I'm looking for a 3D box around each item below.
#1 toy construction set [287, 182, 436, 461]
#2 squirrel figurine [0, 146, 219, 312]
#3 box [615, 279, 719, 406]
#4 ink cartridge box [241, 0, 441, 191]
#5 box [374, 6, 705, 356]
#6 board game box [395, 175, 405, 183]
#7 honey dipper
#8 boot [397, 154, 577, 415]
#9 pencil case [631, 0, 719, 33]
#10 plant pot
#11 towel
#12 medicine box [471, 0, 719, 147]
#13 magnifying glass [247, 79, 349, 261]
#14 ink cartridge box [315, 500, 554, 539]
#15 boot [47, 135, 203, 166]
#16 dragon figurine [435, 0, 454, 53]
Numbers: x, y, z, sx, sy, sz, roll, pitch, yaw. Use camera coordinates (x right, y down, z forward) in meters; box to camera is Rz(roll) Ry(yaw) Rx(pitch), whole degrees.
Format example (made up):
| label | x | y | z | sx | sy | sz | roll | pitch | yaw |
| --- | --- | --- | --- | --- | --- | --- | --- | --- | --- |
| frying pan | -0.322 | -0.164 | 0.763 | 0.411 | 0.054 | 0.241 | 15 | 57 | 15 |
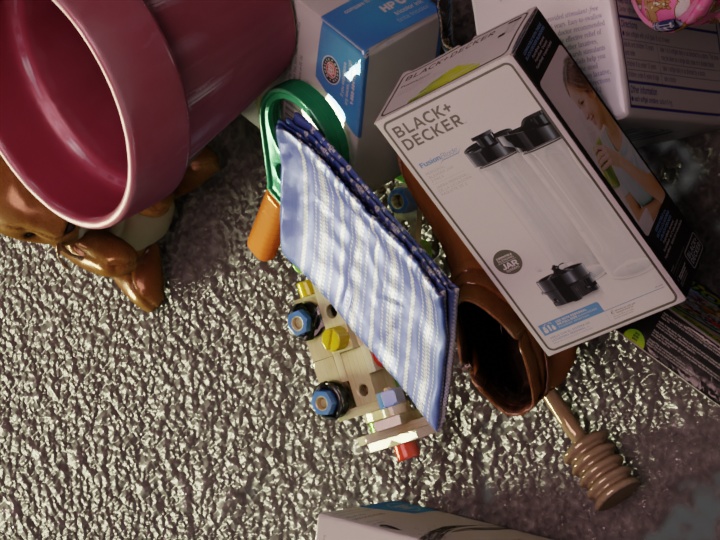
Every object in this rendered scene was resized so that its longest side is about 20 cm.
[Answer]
| label | x | y | z | sx | sy | sz | roll | pitch | yaw |
| --- | --- | --- | --- | --- | --- | --- | --- | --- | --- |
| toy construction set | 0.010 | 0.046 | 1.759 | 0.131 | 0.092 | 0.202 | -20 | 72 | 37 |
| squirrel figurine | -0.238 | -0.071 | 1.849 | 0.200 | 0.186 | 0.142 | 41 | 113 | 25 |
| box | 0.214 | 0.033 | 1.626 | 0.200 | 0.110 | 0.035 | 37 | 109 | 24 |
| ink cartridge box | -0.041 | -0.168 | 1.728 | 0.200 | 0.084 | 0.145 | 39 | 144 | 28 |
| box | 0.114 | -0.053 | 1.521 | 0.116 | 0.060 | 0.200 | -23 | 113 | 35 |
| board game box | 0.068 | -0.100 | 1.758 | 0.199 | 0.030 | 0.096 | 25 | 104 | 26 |
| honey dipper | 0.131 | 0.080 | 1.722 | 0.038 | 0.038 | 0.201 | -42 | 68 | 25 |
| boot | 0.077 | 0.000 | 1.648 | 0.076 | 0.155 | 0.201 | -26 | 99 | 24 |
| pencil case | 0.267 | -0.194 | 1.538 | 0.083 | 0.199 | 0.087 | -52 | 51 | 50 |
| plant pot | -0.150 | -0.153 | 1.642 | 0.200 | 0.178 | 0.201 | 34 | 140 | 34 |
| towel | 0.000 | 0.000 | 1.648 | 0.200 | 0.024 | 0.145 | 49 | 152 | 33 |
| medicine box | 0.157 | -0.187 | 1.612 | 0.102 | 0.182 | 0.202 | -11 | 85 | 30 |
| magnifying glass | -0.053 | -0.066 | 1.737 | 0.080 | 0.022 | 0.200 | 49 | 152 | 15 |
| ink cartridge box | 0.077 | 0.219 | 1.709 | 0.199 | 0.116 | 0.067 | 11 | 96 | 30 |
| boot | -0.201 | -0.129 | 1.768 | 0.200 | 0.146 | 0.071 | 42 | 141 | 25 |
| dragon figurine | 0.059 | -0.239 | 1.634 | 0.059 | 0.099 | 0.201 | -9 | 45 | 44 |
